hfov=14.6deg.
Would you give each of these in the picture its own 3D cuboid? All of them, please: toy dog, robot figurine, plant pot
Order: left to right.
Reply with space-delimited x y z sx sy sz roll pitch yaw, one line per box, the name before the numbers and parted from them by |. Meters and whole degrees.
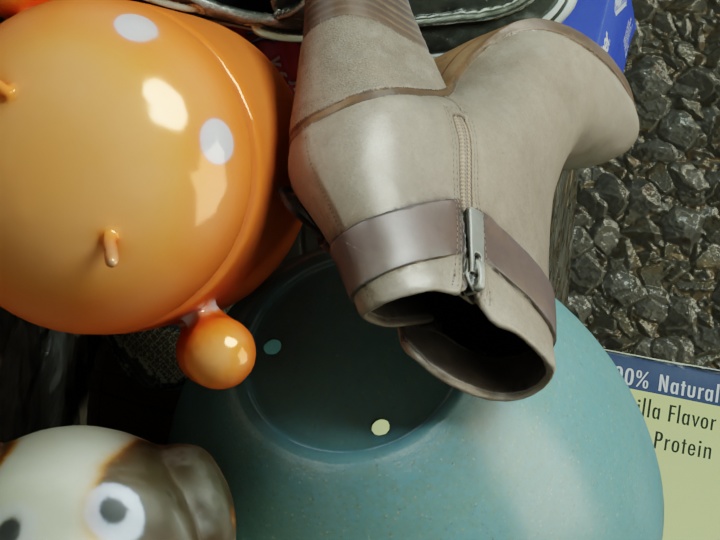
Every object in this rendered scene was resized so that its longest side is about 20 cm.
toy dog | -0.093 0.151 1.015 0.194 0.139 0.201 -69 163 -55
robot figurine | -0.081 -0.035 0.978 0.200 0.116 0.145 -7 105 -79
plant pot | 0.009 0.065 1.064 0.135 0.199 0.201 70 29 -56

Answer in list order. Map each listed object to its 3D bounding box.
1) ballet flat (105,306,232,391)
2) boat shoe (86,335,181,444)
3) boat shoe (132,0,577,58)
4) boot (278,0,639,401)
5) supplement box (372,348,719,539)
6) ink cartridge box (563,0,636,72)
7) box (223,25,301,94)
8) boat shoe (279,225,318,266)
ballet flat | -0.082 -0.044 1.178 0.201 0.067 0.075 -81 151 -42
boat shoe | -0.076 0.031 1.220 0.065 0.072 0.201 101 -3 -54
boat shoe | -0.015 -0.113 1.041 0.064 0.198 0.071 -80 173 -86
boot | 0.046 -0.022 1.006 0.199 0.070 0.147 18 49 -42
supplement box | 0.075 0.150 1.410 0.134 0.199 0.201 123 -26 -57
ink cartridge box | 0.021 -0.095 1.286 0.094 0.199 0.044 -72 153 -47
box | -0.026 -0.144 1.128 0.103 0.094 0.201 -24 103 -80
boat shoe | 0.000 0.000 1.268 0.072 0.076 0.201 -29 146 -53
